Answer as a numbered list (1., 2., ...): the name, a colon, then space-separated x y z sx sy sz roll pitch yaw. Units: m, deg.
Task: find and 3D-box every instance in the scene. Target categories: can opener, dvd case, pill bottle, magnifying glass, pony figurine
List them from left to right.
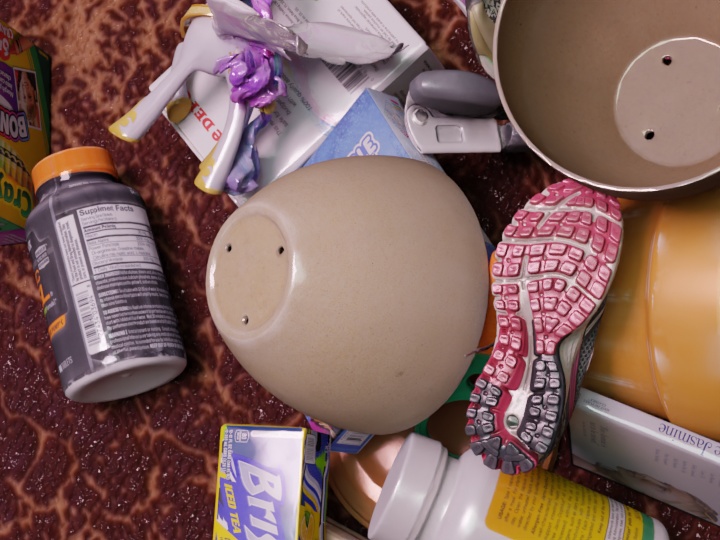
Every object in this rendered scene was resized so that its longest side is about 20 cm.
1. pill bottle: -0.218 0.000 1.247 0.105 0.106 0.202 -20 73 11
2. pony figurine: -0.089 -0.163 1.143 0.192 0.166 0.201 32 106 31
3. magnifying glass: 0.088 0.072 1.085 0.079 0.022 0.201 12 126 2
4. pill bottle: 0.111 0.195 1.080 0.199 0.113 0.114 23 85 -1
5. can opener: 0.125 -0.118 1.149 0.198 0.066 0.053 -1 76 -25
6. dvd case: 0.241 0.149 1.067 0.199 0.143 0.018 21 70 19

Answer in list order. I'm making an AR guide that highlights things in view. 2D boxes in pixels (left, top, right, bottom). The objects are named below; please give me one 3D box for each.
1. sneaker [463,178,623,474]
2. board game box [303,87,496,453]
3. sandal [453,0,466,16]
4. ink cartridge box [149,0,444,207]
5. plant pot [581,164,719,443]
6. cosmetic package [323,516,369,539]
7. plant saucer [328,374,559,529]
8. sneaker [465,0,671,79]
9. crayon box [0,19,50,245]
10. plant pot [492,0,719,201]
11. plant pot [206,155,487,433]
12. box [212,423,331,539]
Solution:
1. sneaker: 0.123 0.035 1.009 0.080 0.075 0.202 20 95 20
2. board game box: 0.000 0.000 1.155 0.200 0.043 0.200 -50 51 26
3. sandal: 0.084 -0.267 1.245 0.082 0.050 0.203 -44 71 3
4. ink cartridge box: -0.052 -0.155 1.243 0.200 0.084 0.145 -42 71 5
5. plant pot: 0.209 0.022 1.088 0.182 0.200 0.202 1 78 32
6. cosmetic package: -0.008 0.258 1.143 0.199 0.087 0.104 24 86 19
7. plant saucer: 0.057 0.119 1.181 0.198 0.037 0.202 -3 79 15
8. sneaker: 0.155 -0.168 1.084 0.088 0.199 0.078 -22 58 40
9. crayon box: -0.327 -0.128 1.254 0.058 0.200 0.174 -7 77 14
10. plant pot: 0.200 -0.132 0.985 0.199 0.134 0.202 -5 76 20
11. plant pot: -0.029 0.010 1.051 0.199 0.134 0.202 -10 76 45
12. box: -0.067 0.215 1.090 0.069 0.064 0.202 0 79 17
